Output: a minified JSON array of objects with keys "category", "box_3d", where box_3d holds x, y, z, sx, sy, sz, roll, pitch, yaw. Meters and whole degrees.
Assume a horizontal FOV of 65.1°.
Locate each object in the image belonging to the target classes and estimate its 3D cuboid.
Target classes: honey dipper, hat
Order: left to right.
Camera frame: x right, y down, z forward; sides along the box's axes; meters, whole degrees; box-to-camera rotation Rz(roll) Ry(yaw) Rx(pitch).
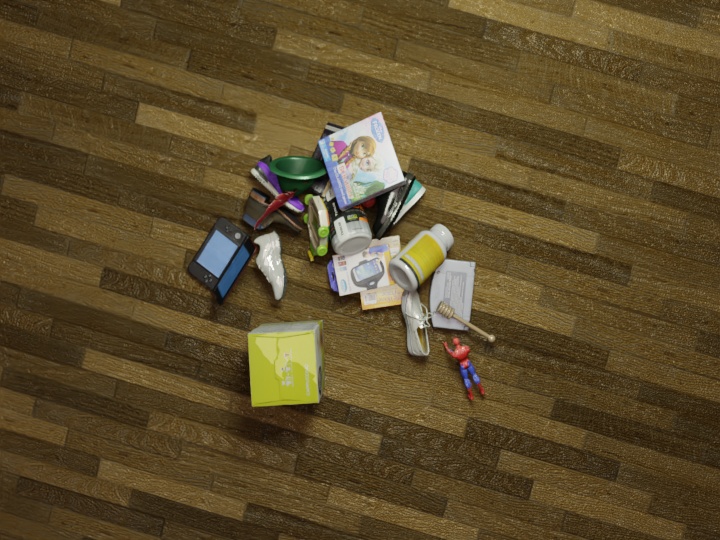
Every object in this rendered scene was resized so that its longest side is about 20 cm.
[{"category":"hat","box_3d":[-0.190,-0.218,1.625,0.192,0.167,0.182,9,119,9]},{"category":"honey dipper","box_3d":[0.313,0.157,1.662,0.196,0.038,0.039,32,93,-2]}]

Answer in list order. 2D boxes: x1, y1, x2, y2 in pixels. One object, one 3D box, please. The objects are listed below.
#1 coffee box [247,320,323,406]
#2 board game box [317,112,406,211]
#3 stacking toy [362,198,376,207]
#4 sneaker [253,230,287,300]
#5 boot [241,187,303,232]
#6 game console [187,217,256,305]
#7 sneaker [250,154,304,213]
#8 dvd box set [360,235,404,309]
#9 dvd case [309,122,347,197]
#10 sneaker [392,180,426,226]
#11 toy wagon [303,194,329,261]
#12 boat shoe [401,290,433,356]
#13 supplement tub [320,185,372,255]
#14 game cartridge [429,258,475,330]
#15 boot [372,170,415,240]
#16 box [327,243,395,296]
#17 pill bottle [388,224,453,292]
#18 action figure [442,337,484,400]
[{"category":"coffee box","box_3d":[-0.208,0.264,1.637,0.192,0.198,0.208,-3,93,2]},{"category":"board game box","box_3d":[0.003,-0.297,1.542,0.194,0.041,0.206,-22,81,9]},{"category":"stacking toy","box_3d":[-0.003,-0.287,1.671,0.083,0.085,0.207,-18,99,3]},{"category":"sneaker","box_3d":[-0.267,-0.011,1.688,0.084,0.075,0.208,-11,84,-4]},{"category":"boot","box_3d":[-0.265,-0.151,1.690,0.197,0.075,0.098,36,104,9]},{"category":"game console","box_3d":[-0.413,-0.032,1.670,0.170,0.119,0.203,35,93,0]},{"category":"sneaker","box_3d":[-0.227,-0.264,1.677,0.199,0.070,0.100,42,91,-1]},{"category":"dvd box set","box_3d":[0.061,0.006,1.699,0.141,0.029,0.208,-8,92,3]},{"category":"dvd case","box_3d":[-0.099,-0.326,1.644,0.016,0.148,0.205,22,96,-38]},{"category":"sneaker","box_3d":[0.088,-0.210,1.660,0.200,0.084,0.121,-45,96,-5]},{"category":"toy wagon","box_3d":[-0.129,-0.116,1.646,0.038,0.158,0.204,-9,137,-18]},{"category":"boat shoe","box_3d":[0.175,0.153,1.663,0.073,0.085,0.210,-9,96,-41]},{"category":"supplement tub","box_3d":[-0.047,-0.159,1.626,0.119,0.123,0.206,-19,68,3]},{"category":"game cartridge","box_3d":[0.272,0.071,1.694,0.128,0.040,0.208,6,93,-2]},{"category":"boot","box_3d":[0.047,-0.213,1.591,0.154,0.079,0.216,28,91,10]},{"category":"box","box_3d":[0.000,0.000,1.667,0.193,0.041,0.124,-12,91,1]},{"category":"pill bottle","box_3d":[0.179,-0.042,1.629,0.199,0.112,0.113,-41,92,-23]},{"category":"action figure","box_3d":[0.308,0.276,1.694,0.063,0.099,0.205,-24,114,0]}]
